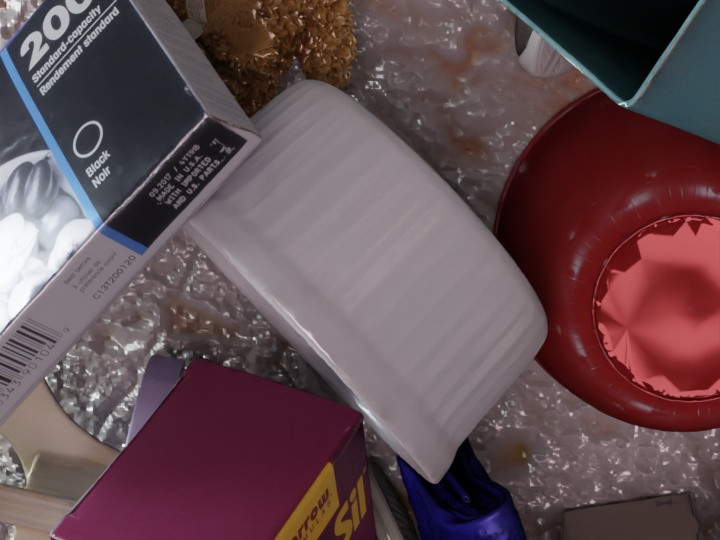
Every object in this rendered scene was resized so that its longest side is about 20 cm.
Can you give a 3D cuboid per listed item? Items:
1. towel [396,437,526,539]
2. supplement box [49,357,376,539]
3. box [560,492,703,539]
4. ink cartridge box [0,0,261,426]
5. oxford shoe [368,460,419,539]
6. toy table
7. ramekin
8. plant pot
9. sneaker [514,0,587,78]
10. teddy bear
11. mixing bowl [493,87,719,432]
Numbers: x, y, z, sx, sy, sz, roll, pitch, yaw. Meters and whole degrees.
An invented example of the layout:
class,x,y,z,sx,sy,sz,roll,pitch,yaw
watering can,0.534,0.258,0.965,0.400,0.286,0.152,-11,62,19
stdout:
class,x,y,z,sx,sy,sz,roll,pitch,yaw
towel,0.074,0.193,0.845,0.049,0.148,0.201,-21,104,-4
supplement box,-0.061,0.166,0.785,0.103,0.131,0.201,16,135,25
box,0.169,0.236,0.874,0.077,0.095,0.201,-11,103,11
ink cartridge box,-0.162,-0.055,0.754,0.198,0.200,0.043,-47,138,13
oxford shoe,0.021,0.204,0.895,0.058,0.075,0.201,-15,109,7
toy table,-0.171,0.136,0.853,0.117,0.184,0.201,12,67,-3
ramekin,0.000,0.000,0.773,0.098,0.200,0.201,-44,97,-5
plant pot,0.182,-0.134,0.710,0.200,0.141,0.142,19,113,-41
sneaker,0.107,-0.197,0.781,0.082,0.077,0.201,35,123,34
teddy bear,-0.059,-0.147,0.816,0.145,0.067,0.201,23,114,10
mixing bowl,0.165,0.003,0.800,0.199,0.108,0.201,2,105,6
